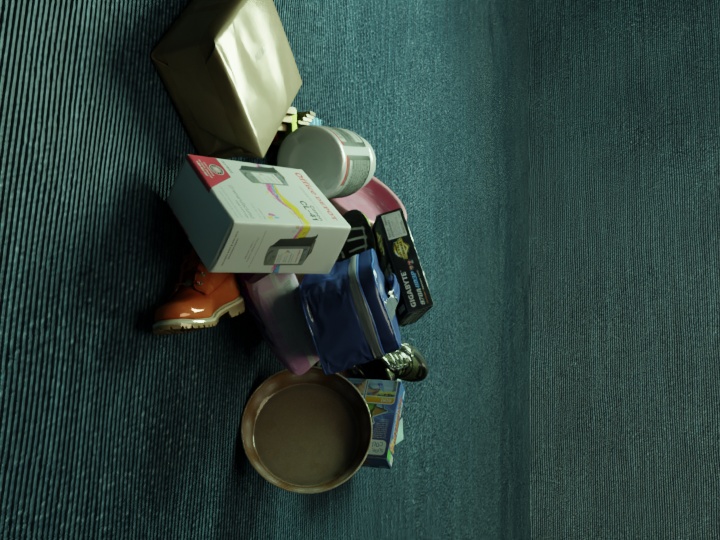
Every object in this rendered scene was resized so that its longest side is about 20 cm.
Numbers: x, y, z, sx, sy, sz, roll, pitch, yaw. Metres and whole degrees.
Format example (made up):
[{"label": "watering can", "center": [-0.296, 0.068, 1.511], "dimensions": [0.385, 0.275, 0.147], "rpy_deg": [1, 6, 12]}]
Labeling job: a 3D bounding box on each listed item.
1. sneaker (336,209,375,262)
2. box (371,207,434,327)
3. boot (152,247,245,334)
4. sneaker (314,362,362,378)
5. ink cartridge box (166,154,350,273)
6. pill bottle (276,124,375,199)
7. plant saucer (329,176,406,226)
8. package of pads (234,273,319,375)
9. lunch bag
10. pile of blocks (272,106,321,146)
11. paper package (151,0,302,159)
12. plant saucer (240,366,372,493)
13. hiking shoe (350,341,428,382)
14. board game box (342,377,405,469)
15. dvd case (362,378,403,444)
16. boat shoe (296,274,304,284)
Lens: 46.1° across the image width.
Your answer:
[{"label": "sneaker", "center": [0.000, 0.000, 1.386], "dimensions": [0.081, 0.073, 0.203], "rpy_deg": [-56, 140, -77]}, {"label": "box", "center": [0.061, 0.002, 1.376], "dimensions": [0.200, 0.045, 0.161], "rpy_deg": [113, -40, -79]}, {"label": "boot", "center": [-0.219, 0.023, 1.108], "dimensions": [0.200, 0.074, 0.109], "rpy_deg": [-38, 119, -73]}, {"label": "sneaker", "center": [-0.022, 0.230, 1.503], "dimensions": [0.115, 0.075, 0.203], "rpy_deg": [-30, 117, -40]}, {"label": "ink cartridge box", "center": [-0.134, -0.072, 1.126], "dimensions": [0.198, 0.148, 0.086], "rpy_deg": [-1, 130, -44]}, {"label": "pill bottle", "center": [-0.048, -0.172, 1.363], "dimensions": [0.200, 0.112, 0.116], "rpy_deg": [-21, 107, -71]}, {"label": "plant saucer", "center": [-0.012, -0.124, 1.520], "dimensions": [0.051, 0.200, 0.200], "rpy_deg": [-56, 172, 27]}, {"label": "package of pads", "center": [-0.126, 0.048, 1.252], "dimensions": [0.075, 0.120, 0.202], "rpy_deg": [-34, 130, -16]}, {"label": "lunch bag", "center": [-0.004, 0.053, 1.234], "dimensions": [0.200, 0.130, 0.138], "rpy_deg": [-87, 160, -76]}, {"label": "pile of blocks", "center": [-0.106, -0.221, 1.386], "dimensions": [0.199, 0.081, 0.063], "rpy_deg": [1, 86, -68]}, {"label": "paper package", "center": [-0.178, -0.284, 1.193], "dimensions": [0.201, 0.102, 0.192], "rpy_deg": [-71, 149, -44]}, {"label": "plant saucer", "center": [-0.081, 0.242, 1.279], "dimensions": [0.035, 0.197, 0.202], "rpy_deg": [99, 4, -56]}, {"label": "hiking shoe", "center": [0.043, 0.172, 1.478], "dimensions": [0.198, 0.076, 0.102], "rpy_deg": [24, 36, -32]}, {"label": "board game box", "center": [-0.037, 0.237, 1.344], "dimensions": [0.035, 0.197, 0.137], "rpy_deg": [68, 30, -50]}, {"label": "dvd case", "center": [0.034, 0.259, 1.537], "dimensions": [0.199, 0.022, 0.149], "rpy_deg": [-5, 93, -66]}, {"label": "boat shoe", "center": [-0.127, -0.049, 1.288], "dimensions": [0.074, 0.066, 0.201], "rpy_deg": [-36, 116, -13]}]
